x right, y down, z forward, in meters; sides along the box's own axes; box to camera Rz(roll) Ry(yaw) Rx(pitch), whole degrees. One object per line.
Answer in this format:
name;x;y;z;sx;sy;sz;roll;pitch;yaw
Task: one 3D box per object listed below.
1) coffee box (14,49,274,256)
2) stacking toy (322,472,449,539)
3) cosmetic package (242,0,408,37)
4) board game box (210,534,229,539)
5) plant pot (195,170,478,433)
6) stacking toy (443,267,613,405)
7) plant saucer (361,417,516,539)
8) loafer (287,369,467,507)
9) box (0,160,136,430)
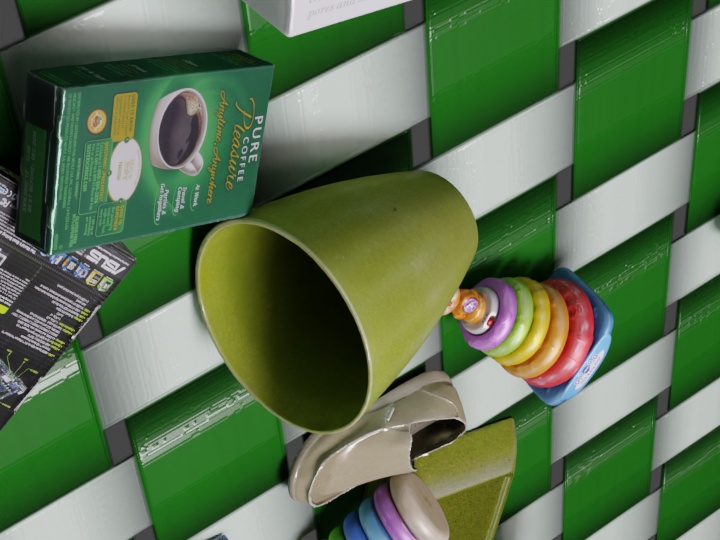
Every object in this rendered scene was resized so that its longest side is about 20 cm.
coffee box;-0.150;-0.087;1.141;0.199;0.044;0.124;-16;123;-46
stacking toy;-0.014;0.281;1.591;0.199;0.086;0.085;-35;144;12
cosmetic package;-0.030;-0.277;1.000;0.164;0.200;0.166;-21;135;-29
board game box;-0.195;0.336;1.489;0.199;0.062;0.201;18;108;-50
plant pot;0.000;0.000;1.313;0.200;0.186;0.188;-35;143;-38
stacking toy;0.135;0.044;1.537;0.199;0.110;0.117;20;111;-39
plant saucer;0.082;0.270;1.709;0.198;0.048;0.201;-14;132;-36
loafer;0.020;0.166;1.541;0.199;0.068;0.076;-32;140;-19
box;-0.283;0.020;1.143;0.193;0.048;0.200;-49;143;4
